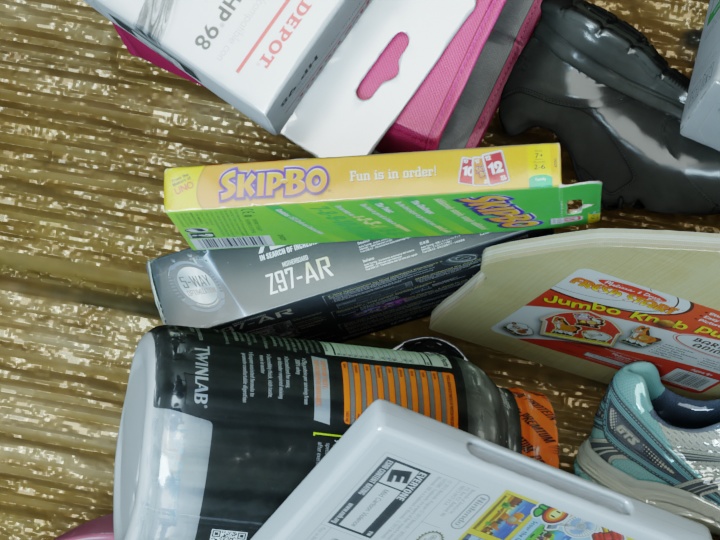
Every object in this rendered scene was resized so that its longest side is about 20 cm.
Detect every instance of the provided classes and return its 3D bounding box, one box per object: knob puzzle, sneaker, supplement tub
[{"bbox_3d":[0.153,0.012,1.412,0.220,0.220,0.030,8,68,4],"label":"knob puzzle"},{"bbox_3d":[0.164,-0.062,1.511,0.200,0.076,0.091,34,104,5],"label":"sneaker"},{"bbox_3d":[0.208,0.102,1.432,0.200,0.078,0.086,15,107,12],"label":"sneaker"},{"bbox_3d":[-0.013,0.095,1.367,0.200,0.123,0.123,7,84,-11],"label":"supplement tub"}]

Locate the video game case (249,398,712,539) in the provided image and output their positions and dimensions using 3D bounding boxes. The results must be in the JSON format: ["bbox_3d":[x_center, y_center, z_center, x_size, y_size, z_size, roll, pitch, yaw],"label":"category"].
[{"bbox_3d":[0.033,0.152,1.322,0.182,0.023,0.200,22,130,-22],"label":"video game case"}]

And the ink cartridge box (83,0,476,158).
[{"bbox_3d":[-0.056,-0.146,1.334,0.200,0.067,0.116,35,87,7],"label":"ink cartridge box"}]

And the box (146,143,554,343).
[{"bbox_3d":[0.000,0.000,1.462,0.200,0.160,0.044,-17,79,2],"label":"box"}]

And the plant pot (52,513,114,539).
[{"bbox_3d":[-0.131,0.237,1.403,0.200,0.179,0.200,5,103,21],"label":"plant pot"}]

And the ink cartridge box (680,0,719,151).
[{"bbox_3d":[0.241,-0.135,1.494,0.109,0.050,0.200,22,50,-6],"label":"ink cartridge box"}]

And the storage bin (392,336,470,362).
[{"bbox_3d":[0.046,0.147,1.477,0.135,0.094,0.200,-37,83,-1],"label":"storage bin"}]

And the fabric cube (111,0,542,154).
[{"bbox_3d":[-0.005,-0.173,1.464,0.199,0.196,0.200,25,86,6],"label":"fabric cube"}]

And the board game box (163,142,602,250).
[{"bbox_3d":[0.013,-0.034,1.337,0.200,0.096,0.030,-1,80,4],"label":"board game box"}]
